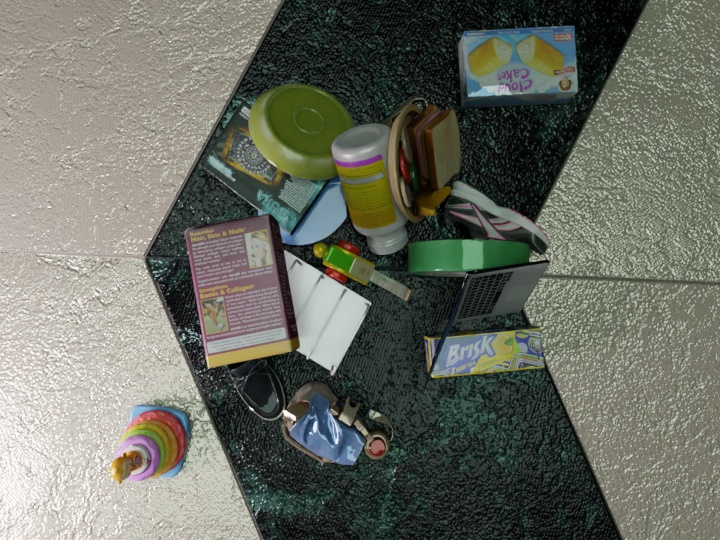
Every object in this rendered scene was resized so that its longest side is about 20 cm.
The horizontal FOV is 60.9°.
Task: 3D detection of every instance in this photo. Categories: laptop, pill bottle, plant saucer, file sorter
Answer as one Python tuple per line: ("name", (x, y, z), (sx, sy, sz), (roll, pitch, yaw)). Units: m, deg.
("laptop", (0.187, 0.089, 0.941), (0.195, 0.188, 0.118), (-9, 65, -4))
("pill bottle", (0.024, -0.130, 1.015), (0.102, 0.105, 0.203), (-18, 122, -2))
("plant saucer", (-0.090, -0.245, 1.036), (0.195, 0.031, 0.204), (10, 59, -17))
("file sorter", (-0.096, 0.065, 1.030), (0.197, 0.125, 0.141), (30, 87, 0))

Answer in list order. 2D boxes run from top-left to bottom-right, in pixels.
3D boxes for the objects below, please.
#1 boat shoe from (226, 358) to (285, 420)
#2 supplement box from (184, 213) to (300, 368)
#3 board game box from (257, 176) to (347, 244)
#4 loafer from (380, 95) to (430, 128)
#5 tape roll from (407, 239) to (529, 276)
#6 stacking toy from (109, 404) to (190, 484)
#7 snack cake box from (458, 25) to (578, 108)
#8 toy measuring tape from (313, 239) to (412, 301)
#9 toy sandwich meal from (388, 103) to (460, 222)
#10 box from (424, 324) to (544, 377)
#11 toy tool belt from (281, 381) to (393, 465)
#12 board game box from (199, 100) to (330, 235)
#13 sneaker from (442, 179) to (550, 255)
("boat shoe", (-0.194, 0.169, 1.055), (0.073, 0.062, 0.203), (-27, 91, -3))
("supplement box", (-0.173, 0.031, 0.917), (0.128, 0.103, 0.205), (-10, 87, 1))
("board game box", (-0.104, -0.146, 1.078), (0.154, 0.039, 0.205), (-5, 88, 0))
("loafer", (0.051, -0.231, 1.070), (0.075, 0.070, 0.201), (38, 88, 0))
("tape roll", (0.175, -0.017, 1.002), (0.195, 0.200, 0.049), (0, 87, -2))
("stacking toy", (-0.350, 0.292, 0.977), (0.107, 0.200, 0.119), (9, 87, -1))
("snack cake box", (0.276, -0.357, 1.082), (0.195, 0.067, 0.118), (-3, 87, -1))
("toy measuring tape", (0.000, 0.000, 1.077), (0.197, 0.073, 0.075), (27, 87, -23))
("toy sandwich meal", (0.108, -0.175, 0.990), (0.069, 0.204, 0.211), (1, 88, 25))
("box", (0.213, 0.140, 1.066), (0.195, 0.064, 0.072), (-5, 88, -1))
("toy tool belt", (-0.037, 0.271, 1.025), (0.197, 0.123, 0.127), (26, 88, -1))
("board game box", (-0.158, -0.174, 1.044), (0.198, 0.028, 0.136), (37, 88, 2))
("sneaker", (0.232, -0.075, 1.077), (0.197, 0.080, 0.088), (31, 99, 8))
